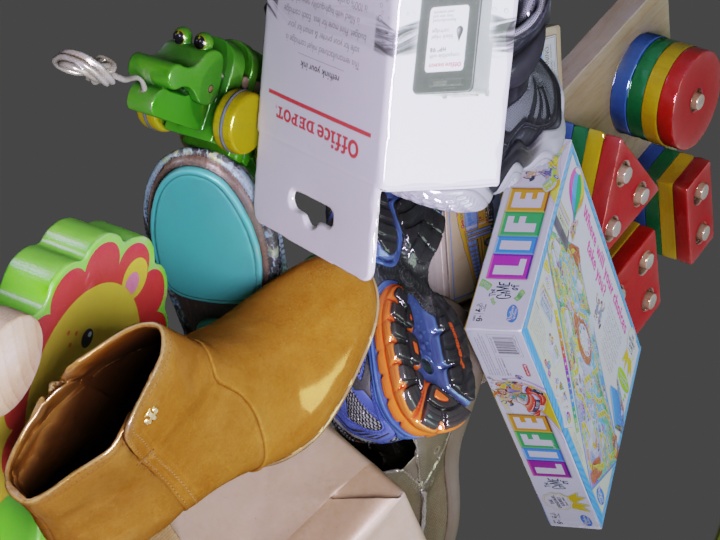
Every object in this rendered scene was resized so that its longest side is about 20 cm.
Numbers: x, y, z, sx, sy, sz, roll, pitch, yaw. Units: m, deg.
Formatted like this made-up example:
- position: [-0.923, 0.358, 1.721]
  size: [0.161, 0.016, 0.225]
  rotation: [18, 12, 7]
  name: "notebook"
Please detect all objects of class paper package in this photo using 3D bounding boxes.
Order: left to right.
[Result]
- position: [-0.056, 0.179, 1.093]
  size: [0.191, 0.103, 0.200]
  rotation: [-45, 154, -12]
  name: "paper package"

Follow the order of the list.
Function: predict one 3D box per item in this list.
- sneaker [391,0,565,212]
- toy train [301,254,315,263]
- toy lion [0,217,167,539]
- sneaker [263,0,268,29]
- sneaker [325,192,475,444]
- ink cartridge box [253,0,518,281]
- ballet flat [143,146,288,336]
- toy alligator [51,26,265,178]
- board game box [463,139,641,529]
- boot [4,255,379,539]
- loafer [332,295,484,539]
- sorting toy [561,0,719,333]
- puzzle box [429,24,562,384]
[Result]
- position: [0.073, -0.110, 1.124]
  size: [0.200, 0.075, 0.115]
  rotation: [-44, 150, -61]
  name: "sneaker"
- position: [0.002, 0.053, 1.240]
  size: [0.057, 0.042, 0.200]
  rotation: [-53, 148, -7]
  name: "toy train"
- position: [-0.156, 0.075, 0.983]
  size: [0.191, 0.068, 0.202]
  rotation: [-3, 110, -66]
  name: "toy lion"
- position: [-0.017, -0.154, 1.056]
  size: [0.091, 0.076, 0.200]
  rotation: [-59, 147, -10]
  name: "sneaker"
- position: [0.000, 0.000, 1.125]
  size: [0.075, 0.078, 0.202]
  rotation: [19, 54, -42]
  name: "sneaker"
- position: [0.011, -0.108, 0.957]
  size: [0.066, 0.116, 0.202]
  rotation: [-5, 109, -31]
  name: "ink cartridge box"
- position: [-0.064, 0.001, 1.085]
  size: [0.074, 0.074, 0.201]
  rotation: [-46, 146, -34]
  name: "ballet flat"
- position: [-0.075, -0.089, 1.008]
  size: [0.200, 0.059, 0.055]
  rotation: [29, 80, -60]
  name: "toy alligator"
- position: [0.117, 0.040, 1.242]
  size: [0.201, 0.034, 0.135]
  rotation: [65, 35, -47]
  name: "board game box"
- position: [-0.070, 0.049, 0.963]
  size: [0.201, 0.071, 0.144]
  rotation: [-49, 158, -13]
  name: "boot"
- position: [0.017, 0.106, 1.218]
  size: [0.067, 0.076, 0.202]
  rotation: [-16, 126, -37]
  name: "loafer"
- position: [0.175, -0.056, 1.423]
  size: [0.200, 0.069, 0.200]
  rotation: [-47, 142, -34]
  name: "sorting toy"
- position: [0.077, -0.039, 1.265]
  size: [0.133, 0.025, 0.202]
  rotation: [-20, 110, -47]
  name: "puzzle box"
